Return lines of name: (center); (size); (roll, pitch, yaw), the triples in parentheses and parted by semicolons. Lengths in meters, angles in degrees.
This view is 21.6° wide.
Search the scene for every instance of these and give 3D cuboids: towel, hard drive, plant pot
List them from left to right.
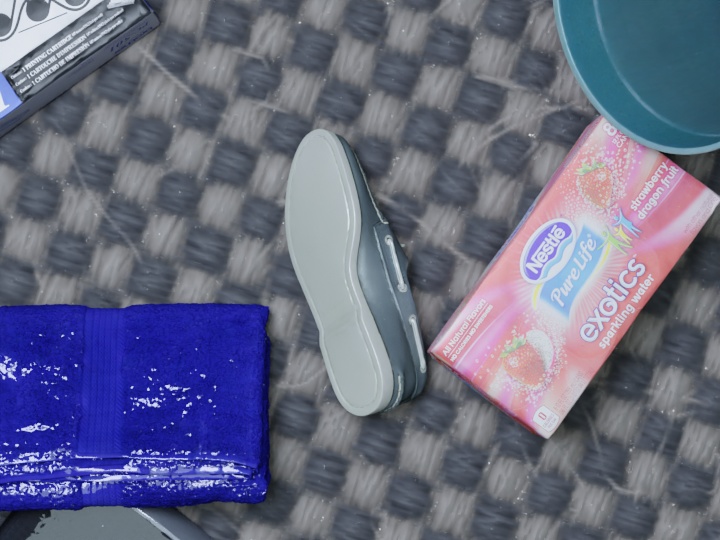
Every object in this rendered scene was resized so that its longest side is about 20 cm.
towel: (-0.160, 0.088, 1.276); (0.199, 0.050, 0.149); (-1, 66, -3)
hard drive: (-0.162, 0.225, 1.295); (0.200, 0.042, 0.135); (39, 88, 1)
plant pot: (0.260, -0.192, 1.228); (0.187, 0.200, 0.201); (-17, 87, -39)

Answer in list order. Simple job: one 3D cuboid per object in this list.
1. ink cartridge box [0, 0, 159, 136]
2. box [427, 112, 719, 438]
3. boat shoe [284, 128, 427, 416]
ink cartridge box: (-0.248, -0.156, 1.311); (0.200, 0.044, 0.094); (-35, 86, -1)
box: (0.142, 0.004, 1.279); (0.102, 0.095, 0.200); (37, 88, 2)
boat shoe: (0.000, 0.000, 1.307); (0.062, 0.073, 0.201); (-5, 78, -43)
